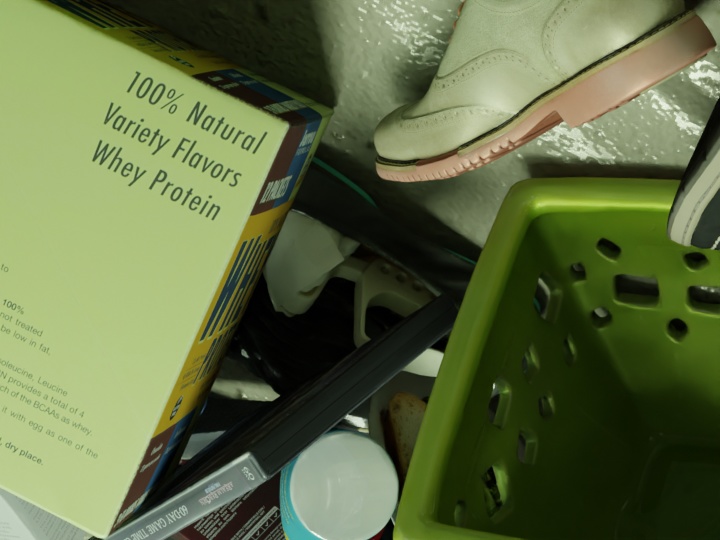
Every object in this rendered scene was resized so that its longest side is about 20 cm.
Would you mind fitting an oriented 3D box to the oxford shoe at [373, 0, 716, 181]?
[{"bbox_3d":[0.065,-0.092,0.868,0.199,0.071,0.074,-23,97,50],"label":"oxford shoe"}]

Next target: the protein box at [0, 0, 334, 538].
[{"bbox_3d":[-0.147,-0.022,0.940,0.197,0.202,0.135,26,-171,4],"label":"protein box"}]

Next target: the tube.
[{"bbox_3d":[-0.020,0.107,1.017,0.050,0.078,0.200,10,173,-7],"label":"tube"}]

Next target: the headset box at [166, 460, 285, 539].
[{"bbox_3d":[-0.069,0.175,1.247,0.199,0.077,0.149,32,153,29],"label":"headset box"}]

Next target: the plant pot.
[{"bbox_3d":[0.154,0.092,0.924,0.198,0.200,0.182,5,147,28],"label":"plant pot"}]

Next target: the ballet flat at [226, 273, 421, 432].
[{"bbox_3d":[-0.052,0.024,1.107,0.199,0.067,0.057,31,177,7],"label":"ballet flat"}]

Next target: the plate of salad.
[{"bbox_3d":[0.077,0.130,1.043,0.048,0.201,0.200,-36,115,23],"label":"plate of salad"}]

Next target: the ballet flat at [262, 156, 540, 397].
[{"bbox_3d":[0.000,0.000,1.016,0.199,0.069,0.068,29,145,-1],"label":"ballet flat"}]

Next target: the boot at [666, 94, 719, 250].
[{"bbox_3d":[0.217,-0.046,0.803,0.150,0.073,0.201,27,141,0],"label":"boot"}]

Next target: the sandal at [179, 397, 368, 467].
[{"bbox_3d":[-0.064,0.102,1.162,0.198,0.076,0.043,-2,102,24],"label":"sandal"}]

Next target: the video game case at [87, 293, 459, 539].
[{"bbox_3d":[-0.051,0.084,0.974,0.019,0.143,0.200,55,141,-2],"label":"video game case"}]

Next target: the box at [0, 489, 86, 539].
[{"bbox_3d":[-0.259,0.090,1.293,0.123,0.098,0.201,3,140,33],"label":"box"}]

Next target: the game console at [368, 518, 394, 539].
[{"bbox_3d":[0.076,0.194,1.061,0.031,0.177,0.200,-40,94,19],"label":"game console"}]
